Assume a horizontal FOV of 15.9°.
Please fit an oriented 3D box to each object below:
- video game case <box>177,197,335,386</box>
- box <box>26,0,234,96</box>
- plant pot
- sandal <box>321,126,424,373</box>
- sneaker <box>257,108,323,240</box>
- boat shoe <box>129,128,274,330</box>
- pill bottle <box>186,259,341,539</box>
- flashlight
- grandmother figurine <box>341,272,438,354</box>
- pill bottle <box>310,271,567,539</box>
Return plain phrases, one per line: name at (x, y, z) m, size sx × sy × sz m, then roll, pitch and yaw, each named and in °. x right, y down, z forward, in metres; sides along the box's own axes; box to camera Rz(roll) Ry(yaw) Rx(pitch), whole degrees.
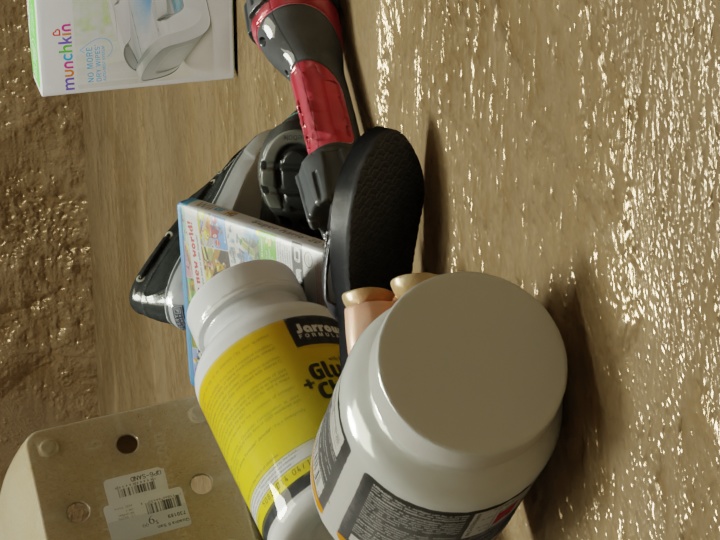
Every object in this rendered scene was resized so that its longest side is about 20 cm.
video game case at (-0.054, 0.038, 1.799) m, size 0.200 × 0.018 × 0.143 m, roll 18°, pitch 120°, yaw 44°
box at (-0.204, -0.267, 2.252) m, size 0.097 × 0.176 × 0.200 m, roll -111°, pitch 19°, yaw -54°
plant pot at (-0.146, 0.194, 1.777) m, size 0.177 × 0.200 × 0.200 m, roll 91°, pitch 165°, yaw -57°
sandal at (0.000, 0.001, 1.579) m, size 0.043 × 0.076 × 0.200 m, roll 25°, pitch 133°, yaw 29°
sneaker at (-0.037, -0.024, 1.846) m, size 0.079 × 0.075 × 0.200 m, roll -84°, pitch -1°, yaw -63°
boat shoe at (-0.110, -0.037, 1.944) m, size 0.200 × 0.057 × 0.069 m, roll -59°, pitch -34°, yaw -38°
pill bottle at (-0.042, 0.092, 1.690) m, size 0.112 × 0.112 × 0.200 m, roll 97°, pitch 152°, yaw -51°
flashlight at (-0.031, -0.115, 1.722) m, size 0.068 × 0.068 × 0.200 m, roll 102°, pitch 160°, yaw -52°
grandmother figurine at (0.019, 0.108, 1.498) m, size 0.121 × 0.061 × 0.200 m, roll -23°, pitch 63°, yaw 49°
pill bottle at (0.041, 0.079, 1.323) m, size 0.200 × 0.116 × 0.116 m, roll 112°, pitch 150°, yaw -67°
